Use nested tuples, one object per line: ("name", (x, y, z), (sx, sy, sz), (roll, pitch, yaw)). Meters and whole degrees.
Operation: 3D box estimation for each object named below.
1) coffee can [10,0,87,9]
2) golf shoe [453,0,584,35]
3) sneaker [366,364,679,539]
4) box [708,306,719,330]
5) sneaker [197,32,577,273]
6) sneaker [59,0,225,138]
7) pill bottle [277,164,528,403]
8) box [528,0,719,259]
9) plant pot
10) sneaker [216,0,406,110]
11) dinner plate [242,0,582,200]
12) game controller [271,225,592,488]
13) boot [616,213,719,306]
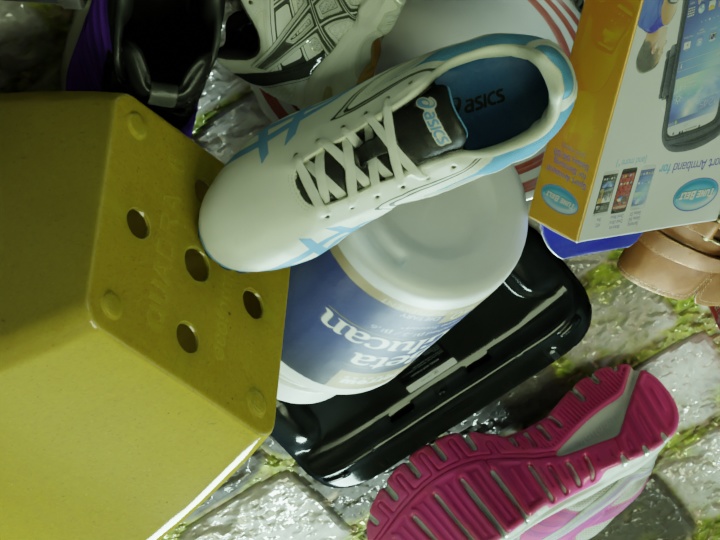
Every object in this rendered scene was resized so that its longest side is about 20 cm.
("coffee can", (-0.216, -0.194, 1.313), (0.199, 0.147, 0.147), (3, 131, -1))
("golf shoe", (0.097, -0.191, 1.497), (0.092, 0.073, 0.201), (-2, 131, -14))
("sneaker", (0.099, 0.137, 1.774), (0.199, 0.082, 0.088), (-22, 145, -9))
("box", (0.315, 0.005, 1.724), (0.102, 0.095, 0.200), (29, 117, -34))
("sneaker", (0.011, -0.061, 1.434), (0.199, 0.072, 0.072), (-26, 174, -5))
("sneaker", (-0.107, -0.104, 1.488), (0.069, 0.100, 0.201), (-1, 130, -14))
("pill bottle", (0.000, 0.000, 1.572), (0.111, 0.112, 0.200), (5, 157, -22))
("box", (0.153, -0.095, 1.505), (0.119, 0.041, 0.201), (-10, 119, -45))
("plant pot", (-0.144, 0.024, 1.486), (0.176, 0.201, 0.200), (-21, 139, 34))
("sneaker", (-0.019, -0.148, 1.445), (0.087, 0.076, 0.200), (20, 138, -4))
("dinner plate", (0.035, -0.108, 1.544), (0.199, 0.024, 0.201), (9, 138, 8))
("game controller", (0.034, 0.049, 1.721), (0.200, 0.042, 0.104), (-34, 117, 12))
("boot", (0.187, -0.055, 1.649), (0.199, 0.074, 0.155), (23, 124, -30))
